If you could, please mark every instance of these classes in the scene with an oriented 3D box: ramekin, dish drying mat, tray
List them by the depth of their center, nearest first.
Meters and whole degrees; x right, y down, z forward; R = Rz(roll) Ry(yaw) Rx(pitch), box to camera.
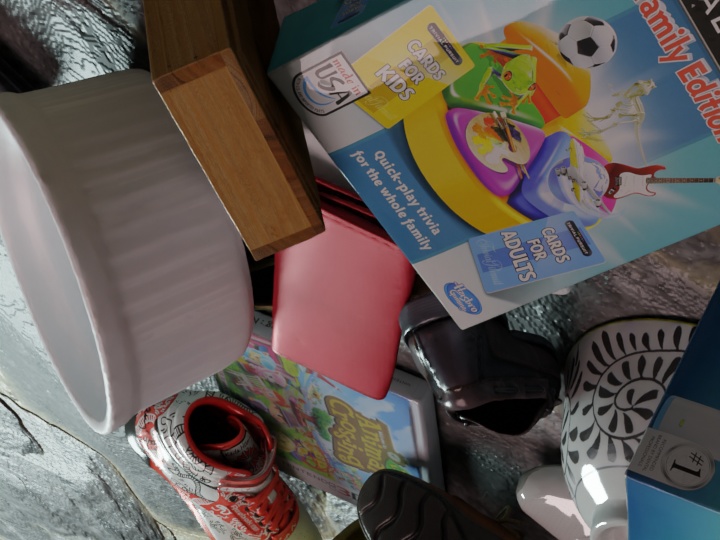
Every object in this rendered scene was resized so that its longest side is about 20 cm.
[{"bbox_3d":[-0.060,-0.108,0.674,0.037,0.201,0.099,-21,132,7],"label":"tray"},{"bbox_3d":[-0.011,0.013,0.821,0.076,0.018,0.200,24,155,7],"label":"dish drying mat"},{"bbox_3d":[-0.139,-0.018,0.890,0.201,0.097,0.201,52,155,38],"label":"ramekin"}]

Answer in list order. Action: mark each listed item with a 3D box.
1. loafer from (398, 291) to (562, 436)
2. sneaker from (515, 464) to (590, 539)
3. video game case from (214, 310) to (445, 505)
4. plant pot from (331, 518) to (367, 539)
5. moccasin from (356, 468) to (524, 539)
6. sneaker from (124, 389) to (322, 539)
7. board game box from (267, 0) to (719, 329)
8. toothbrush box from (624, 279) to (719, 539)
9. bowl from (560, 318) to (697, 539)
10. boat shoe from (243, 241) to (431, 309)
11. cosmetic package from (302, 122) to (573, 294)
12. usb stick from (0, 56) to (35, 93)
[{"bbox_3d":[0.069,0.065,0.841,0.071,0.063,0.200,-18,158,13],"label":"loafer"},{"bbox_3d":[0.181,0.192,0.977,0.199,0.080,0.071,31,153,8],"label":"sneaker"},{"bbox_3d":[-0.025,0.108,1.116,0.181,0.022,0.201,21,148,22],"label":"video game case"},{"bbox_3d":[0.028,0.338,1.154,0.193,0.195,0.202,14,117,31],"label":"plant pot"},{"bbox_3d":[0.085,0.197,1.047,0.200,0.074,0.078,23,-177,23],"label":"moccasin"},{"bbox_3d":[-0.084,0.165,1.173,0.201,0.067,0.108,46,152,-17],"label":"sneaker"},{"bbox_3d":[0.087,-0.074,0.617,0.199,0.047,0.151,-24,122,27],"label":"board game box"},{"bbox_3d":[0.237,0.090,0.695,0.199,0.147,0.086,21,149,24],"label":"toothbrush box"},{"bbox_3d":[0.184,0.127,0.859,0.200,0.094,0.201,26,151,16],"label":"bowl"},{"bbox_3d":[0.000,0.000,0.880,0.199,0.068,0.072,0,137,45],"label":"boat shoe"},{"bbox_3d":[0.018,-0.057,0.776,0.199,0.074,0.102,8,142,35],"label":"cosmetic package"},{"bbox_3d":[-0.278,-0.158,0.962,0.200,0.033,0.055,45,150,-18],"label":"usb stick"}]
